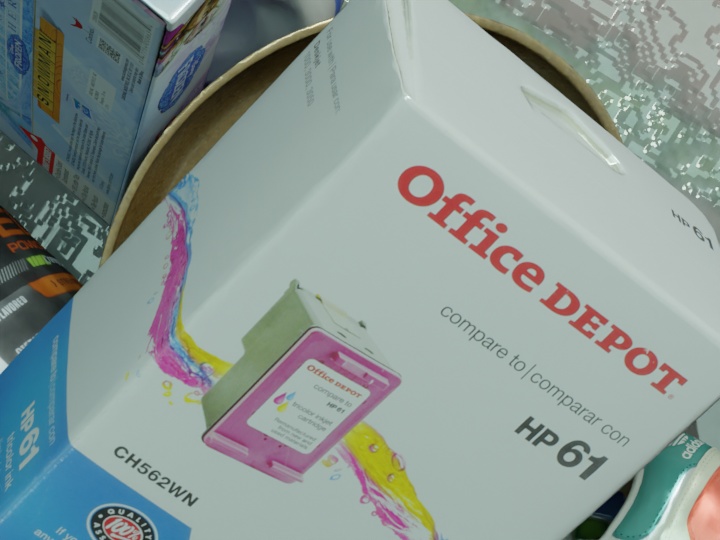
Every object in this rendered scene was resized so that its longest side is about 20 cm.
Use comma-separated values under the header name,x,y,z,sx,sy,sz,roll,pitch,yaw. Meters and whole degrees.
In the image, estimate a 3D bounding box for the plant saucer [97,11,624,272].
name,x,y,z,sx,sy,sz,roll,pitch,yaw
plant saucer,0.000,0.000,0.837,0.199,0.035,0.201,-9,117,-18

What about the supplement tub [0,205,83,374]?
name,x,y,z,sx,sy,sz,roll,pitch,yaw
supplement tub,-0.174,0.005,0.863,0.200,0.107,0.107,43,87,11

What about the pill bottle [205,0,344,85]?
name,x,y,z,sx,sy,sz,roll,pitch,yaw
pill bottle,-0.032,-0.175,0.855,0.113,0.114,0.201,17,62,9

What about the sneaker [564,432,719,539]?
name,x,y,z,sx,sy,sz,roll,pitch,yaw
sneaker,0.067,0.133,0.807,0.093,0.070,0.200,46,115,12

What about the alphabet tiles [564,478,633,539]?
name,x,y,z,sx,sy,sz,roll,pitch,yaw
alphabet tiles,0.066,0.108,0.829,0.199,0.008,0.168,11,112,7

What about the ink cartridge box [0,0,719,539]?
name,x,y,z,sx,sy,sz,roll,pitch,yaw
ink cartridge box,-0.001,0.031,0.746,0.144,0.085,0.200,35,113,-23

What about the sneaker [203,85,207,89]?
name,x,y,z,sx,sy,sz,roll,pitch,yaw
sneaker,-0.135,-0.114,0.905,0.200,0.077,0.085,42,79,2

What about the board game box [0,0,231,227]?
name,x,y,z,sx,sy,sz,roll,pitch,yaw
board game box,-0.132,-0.118,0.766,0.199,0.200,0.041,41,71,2
